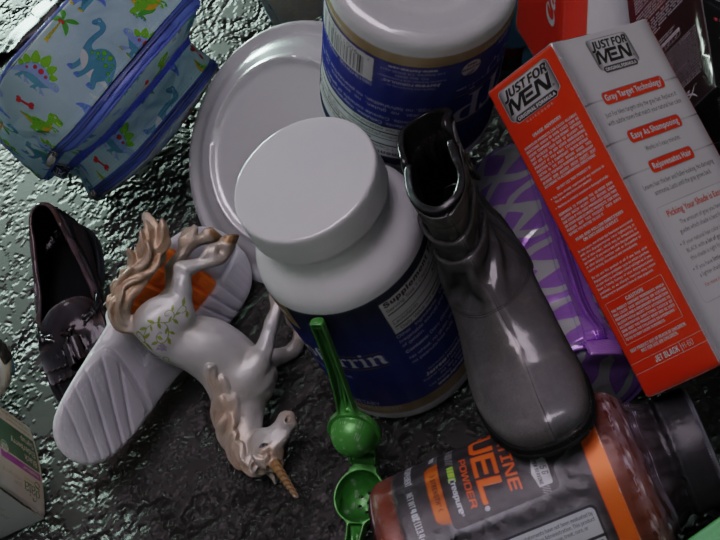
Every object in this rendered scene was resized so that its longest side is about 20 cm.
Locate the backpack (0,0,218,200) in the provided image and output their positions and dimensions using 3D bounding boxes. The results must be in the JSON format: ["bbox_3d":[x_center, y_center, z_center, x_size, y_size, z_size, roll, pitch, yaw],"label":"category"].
[{"bbox_3d":[-0.202,-0.160,1.154,0.184,0.147,0.200,-53,10,-16],"label":"backpack"}]

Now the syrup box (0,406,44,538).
[{"bbox_3d":[-0.336,0.170,1.048,0.198,0.079,0.082,-25,56,7],"label":"syrup box"}]

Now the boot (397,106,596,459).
[{"bbox_3d":[0.067,0.005,0.835,0.069,0.132,0.201,-27,41,4],"label":"boot"}]

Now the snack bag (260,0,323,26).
[{"bbox_3d":[-0.008,-0.273,1.156,0.187,0.200,0.022,-26,73,3],"label":"snack bag"}]

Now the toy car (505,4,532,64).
[{"bbox_3d":[0.050,-0.192,1.093,0.199,0.177,0.186,-34,59,15],"label":"toy car"}]

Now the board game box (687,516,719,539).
[{"bbox_3d":[0.173,0.223,0.795,0.199,0.048,0.102,-35,49,-2],"label":"board game box"}]

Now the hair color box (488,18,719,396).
[{"bbox_3d":[0.167,-0.040,0.845,0.061,0.101,0.202,-33,80,46],"label":"hair color box"}]

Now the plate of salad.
[{"bbox_3d":[-0.046,-0.088,1.099,0.198,0.048,0.203,-3,85,31],"label":"plate of salad"}]

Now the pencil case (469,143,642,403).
[{"bbox_3d":[0.131,-0.001,0.956,0.083,0.086,0.202,-1,51,-15],"label":"pencil case"}]

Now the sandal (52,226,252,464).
[{"bbox_3d":[-0.163,0.050,1.060,0.059,0.079,0.207,-5,41,55],"label":"sandal"}]

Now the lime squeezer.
[{"bbox_3d":[-0.012,0.125,0.923,0.037,0.070,0.203,2,98,38],"label":"lime squeezer"}]

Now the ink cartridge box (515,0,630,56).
[{"bbox_3d":[0.167,-0.161,0.980,0.056,0.200,0.164,-8,53,23],"label":"ink cartridge box"}]

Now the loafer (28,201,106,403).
[{"bbox_3d":[-0.227,0.030,1.115,0.071,0.063,0.201,-26,49,6],"label":"loafer"}]

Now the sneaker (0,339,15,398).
[{"bbox_3d":[-0.351,0.111,1.091,0.199,0.075,0.087,-28,13,13],"label":"sneaker"}]

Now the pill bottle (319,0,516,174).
[{"bbox_3d":[0.032,-0.134,0.936,0.118,0.201,0.121,1,62,-2],"label":"pill bottle"}]

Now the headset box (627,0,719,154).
[{"bbox_3d":[0.259,-0.150,0.958,0.077,0.147,0.202,-48,32,45],"label":"headset box"}]

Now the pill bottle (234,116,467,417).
[{"bbox_3d":[0.000,0.000,0.940,0.114,0.201,0.117,-13,51,16],"label":"pill bottle"}]

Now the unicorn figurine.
[{"bbox_3d":[-0.091,0.056,1.014,0.199,0.074,0.138,29,75,10],"label":"unicorn figurine"}]

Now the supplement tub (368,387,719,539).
[{"bbox_3d":[0.111,0.139,0.849,0.198,0.107,0.108,-24,49,7],"label":"supplement tub"}]
